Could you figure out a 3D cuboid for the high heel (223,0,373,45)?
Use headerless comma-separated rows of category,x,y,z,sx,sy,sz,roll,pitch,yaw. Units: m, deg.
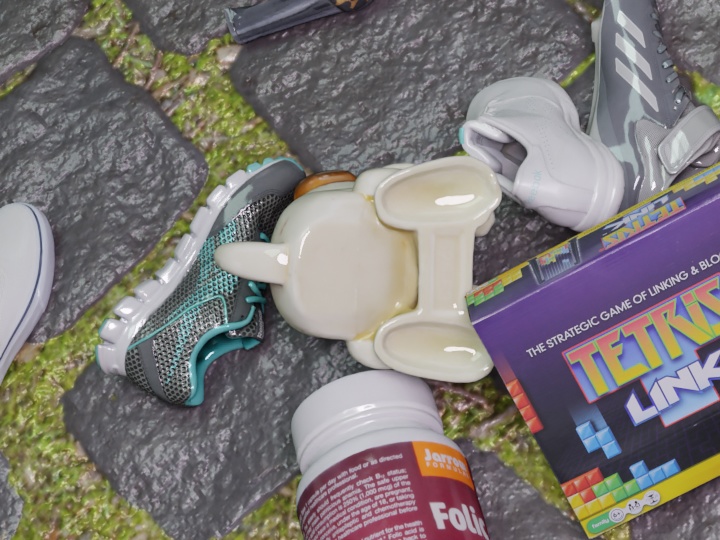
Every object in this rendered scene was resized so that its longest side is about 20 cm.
high heel,-0.056,-0.282,1.703,0.142,0.071,0.201,-16,95,20

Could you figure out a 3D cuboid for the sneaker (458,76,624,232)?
sneaker,0.098,-0.087,1.510,0.200,0.088,0.076,-133,56,-62

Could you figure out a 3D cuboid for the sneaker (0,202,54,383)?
sneaker,-0.282,0.033,1.666,0.073,0.071,0.201,5,65,27

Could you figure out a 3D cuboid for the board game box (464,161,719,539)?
board game box,0.188,0.046,1.387,0.199,0.166,0.057,-28,19,8

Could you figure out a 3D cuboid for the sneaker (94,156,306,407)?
sneaker,-0.092,0.013,1.602,0.091,0.078,0.200,36,85,20

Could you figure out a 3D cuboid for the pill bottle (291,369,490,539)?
pill bottle,0.024,0.170,1.420,0.114,0.114,0.201,-23,56,11

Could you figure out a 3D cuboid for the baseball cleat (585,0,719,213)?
baseball cleat,0.201,-0.122,1.544,0.106,0.070,0.201,5,74,20

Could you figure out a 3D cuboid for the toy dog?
toy dog,0.000,0.000,1.498,0.193,0.200,0.141,-10,96,-6
